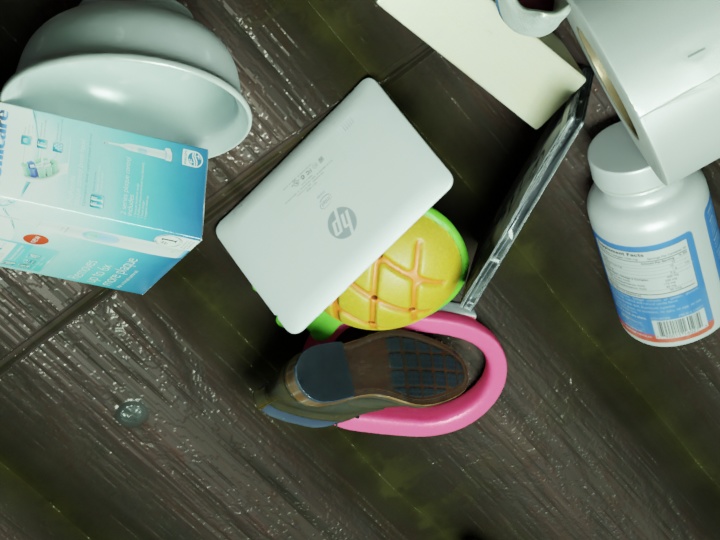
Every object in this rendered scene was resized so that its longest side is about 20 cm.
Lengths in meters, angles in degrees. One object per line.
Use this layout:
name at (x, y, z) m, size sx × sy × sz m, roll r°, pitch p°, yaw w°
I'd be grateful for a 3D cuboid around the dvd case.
dvd case at (0.145, -0.073, 1.755) m, size 0.016 × 0.149 × 0.200 m, roll 29°, pitch 114°, yaw -2°

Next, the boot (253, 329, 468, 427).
boot at (-0.001, 0.101, 1.848) m, size 0.200 × 0.075 × 0.097 m, roll 3°, pitch 162°, yaw -35°

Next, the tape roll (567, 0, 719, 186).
tape roll at (0.266, -0.190, 1.672) m, size 0.139 × 0.203 × 0.203 m, roll -28°, pitch 126°, yaw 5°

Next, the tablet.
tablet at (-0.025, -0.056, 1.734) m, size 0.200 × 0.130 × 0.014 m, roll -44°, pitch 157°, yaw 15°

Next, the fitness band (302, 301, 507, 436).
fitness band at (0.042, 0.093, 1.902) m, size 0.200 × 0.037 × 0.144 m, roll 8°, pitch 121°, yaw -19°

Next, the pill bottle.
pill bottle at (0.269, -0.037, 1.831) m, size 0.112 × 0.112 × 0.200 m, roll -21°, pitch 126°, yaw -1°

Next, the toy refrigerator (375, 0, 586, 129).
toy refrigerator at (0.092, -0.206, 1.688) m, size 0.200 × 0.076 × 0.070 m, roll 34°, pitch 109°, yaw -32°

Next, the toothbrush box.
toothbrush box at (-0.244, -0.058, 1.649) m, size 0.200 × 0.085 × 0.146 m, roll 13°, pitch 156°, yaw -23°

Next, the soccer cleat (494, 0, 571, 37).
soccer cleat at (0.123, -0.284, 1.596) m, size 0.070 × 0.086 × 0.200 m, roll -21°, pitch 96°, yaw -13°

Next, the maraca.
maraca at (0.000, 0.000, 1.788) m, size 0.200 × 0.107 × 0.137 m, roll -19°, pitch 119°, yaw 23°

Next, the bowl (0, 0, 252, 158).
bowl at (-0.184, -0.163, 1.606) m, size 0.201 × 0.091 × 0.201 m, roll 2°, pitch 160°, yaw 1°
